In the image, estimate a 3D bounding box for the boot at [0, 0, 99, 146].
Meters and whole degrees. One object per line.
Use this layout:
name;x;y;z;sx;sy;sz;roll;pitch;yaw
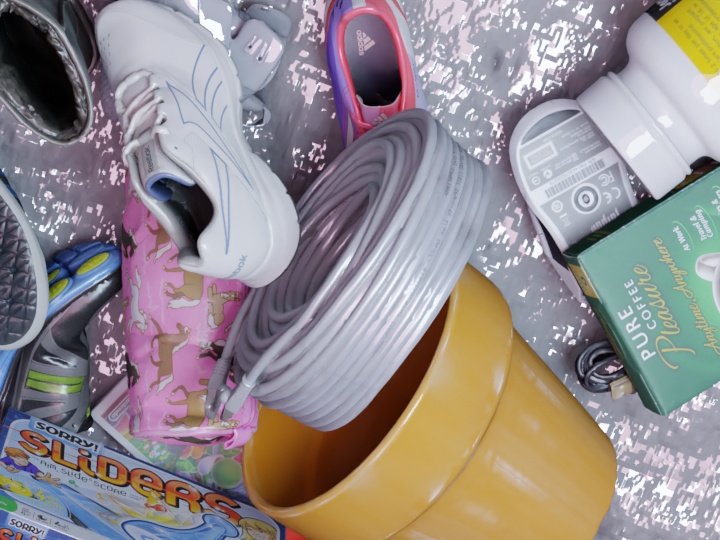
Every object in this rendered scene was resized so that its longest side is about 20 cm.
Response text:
boot;-0.217;-0.166;1.522;0.072;0.200;0.182;-37;101;11

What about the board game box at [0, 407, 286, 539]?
board game box;-0.145;0.164;1.588;0.199;0.135;0.035;22;110;-9

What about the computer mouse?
computer mouse;0.157;-0.020;1.626;0.109;0.044;0.201;-27;101;-6

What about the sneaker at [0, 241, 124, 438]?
sneaker;-0.205;0.066;1.660;0.082;0.071;0.200;27;106;-18

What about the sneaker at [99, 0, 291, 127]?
sneaker;-0.097;-0.183;1.581;0.114;0.075;0.201;9;110;-1

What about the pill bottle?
pill bottle;0.235;-0.137;1.548;0.200;0.111;0.111;-40;100;4

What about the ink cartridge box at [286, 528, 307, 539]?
ink cartridge box;-0.038;0.245;1.691;0.200;0.044;0.174;-41;113;12

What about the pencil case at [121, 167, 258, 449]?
pencil case;-0.107;0.014;1.598;0.082;0.086;0.201;2;83;-26

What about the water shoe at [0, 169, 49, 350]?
water shoe;-0.249;-0.047;1.613;0.071;0.079;0.201;-24;93;10

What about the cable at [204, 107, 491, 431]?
cable;0.000;0.000;1.508;0.069;0.200;0.200;35;136;-17

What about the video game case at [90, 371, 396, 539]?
video game case;-0.062;0.113;1.686;0.200;0.018;0.143;43;102;-9

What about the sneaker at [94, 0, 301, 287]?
sneaker;-0.108;-0.082;1.507;0.074;0.087;0.201;-40;70;28

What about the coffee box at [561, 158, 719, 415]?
coffee box;0.240;-0.011;1.599;0.200;0.044;0.123;-33;102;-8

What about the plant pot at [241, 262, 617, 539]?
plant pot;0.057;0.110;1.592;0.183;0.200;0.200;35;104;-25

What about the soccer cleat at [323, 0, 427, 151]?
soccer cleat;0.017;-0.085;1.600;0.068;0.073;0.201;-11;104;4
